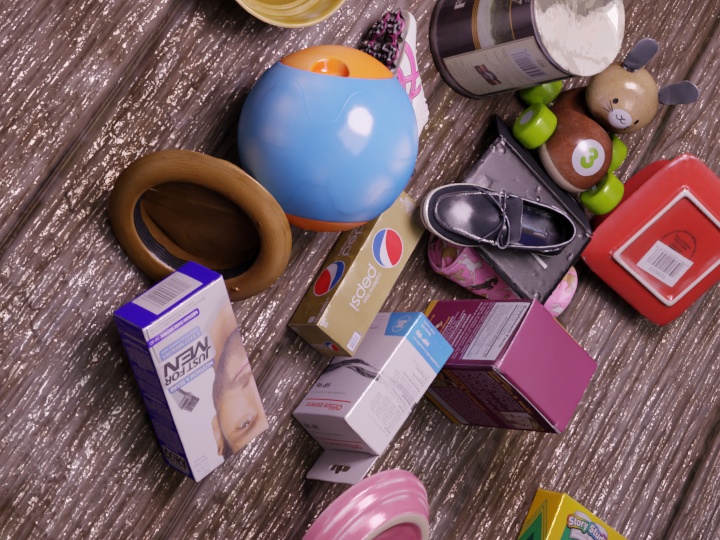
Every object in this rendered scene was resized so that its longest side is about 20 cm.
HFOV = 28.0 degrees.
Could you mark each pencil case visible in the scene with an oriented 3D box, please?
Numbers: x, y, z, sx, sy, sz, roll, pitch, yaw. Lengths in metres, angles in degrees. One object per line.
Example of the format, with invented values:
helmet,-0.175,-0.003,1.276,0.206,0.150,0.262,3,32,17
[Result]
pencil case,0.179,-0.006,1.797,0.198,0.087,0.083,25,31,-32

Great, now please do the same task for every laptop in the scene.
laptop,0.192,-0.076,1.785,0.177,0.103,0.201,44,69,-12

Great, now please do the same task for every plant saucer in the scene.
plant saucer,0.007,0.318,1.618,0.199,0.051,0.202,-29,141,-27

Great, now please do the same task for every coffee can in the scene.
coffee can,0.200,-0.294,1.749,0.145,0.199,0.149,2,87,-35

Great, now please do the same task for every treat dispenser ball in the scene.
treat dispenser ball,-0.035,-0.144,1.577,0.199,0.200,0.204,2,87,-35

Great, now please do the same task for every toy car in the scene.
toy car,0.320,-0.200,1.811,0.164,0.199,0.159,40,39,-22

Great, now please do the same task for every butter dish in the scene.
butter dish,0.398,-0.065,1.921,0.199,0.148,0.199,37,109,-30

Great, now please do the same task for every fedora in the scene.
fedora,-0.163,-0.061,1.527,0.201,0.199,0.082,49,31,-23

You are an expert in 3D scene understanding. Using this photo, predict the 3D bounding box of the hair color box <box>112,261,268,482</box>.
hair color box,-0.175,0.107,1.518,0.109,0.064,0.202,-35,128,-30

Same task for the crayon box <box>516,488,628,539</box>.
crayon box,0.277,0.407,1.862,0.199,0.058,0.174,38,67,-28

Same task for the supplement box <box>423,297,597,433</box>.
supplement box,0.156,0.110,1.703,0.131,0.199,0.104,45,65,-26

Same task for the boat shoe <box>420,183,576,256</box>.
boat shoe,0.164,-0.059,1.680,0.197,0.062,0.076,12,80,-21

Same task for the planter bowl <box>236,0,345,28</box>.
planter bowl,-0.101,-0.366,1.609,0.198,0.083,0.204,0,89,-33

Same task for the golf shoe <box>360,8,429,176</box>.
golf shoe,0.041,-0.207,1.717,0.091,0.072,0.203,7,94,-40

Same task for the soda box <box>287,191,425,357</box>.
soda box,0.000,0.000,1.678,0.064,0.067,0.201,42,66,-26

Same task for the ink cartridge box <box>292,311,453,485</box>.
ink cartridge box,0.003,0.143,1.645,0.068,0.115,0.201,48,63,-22
